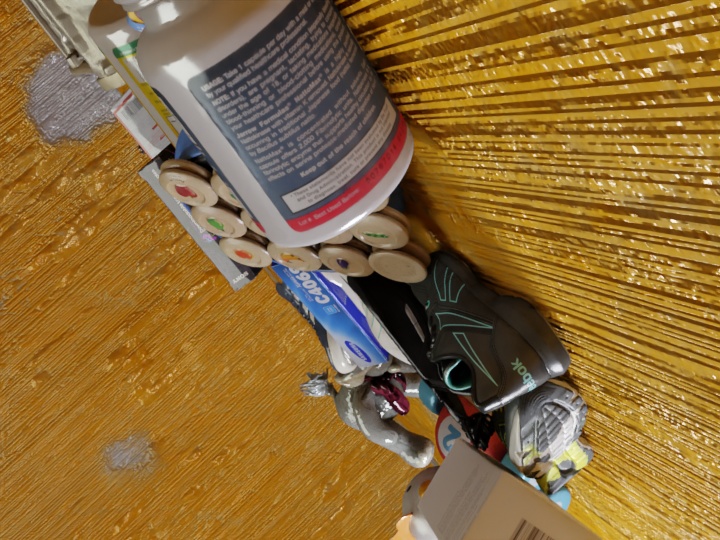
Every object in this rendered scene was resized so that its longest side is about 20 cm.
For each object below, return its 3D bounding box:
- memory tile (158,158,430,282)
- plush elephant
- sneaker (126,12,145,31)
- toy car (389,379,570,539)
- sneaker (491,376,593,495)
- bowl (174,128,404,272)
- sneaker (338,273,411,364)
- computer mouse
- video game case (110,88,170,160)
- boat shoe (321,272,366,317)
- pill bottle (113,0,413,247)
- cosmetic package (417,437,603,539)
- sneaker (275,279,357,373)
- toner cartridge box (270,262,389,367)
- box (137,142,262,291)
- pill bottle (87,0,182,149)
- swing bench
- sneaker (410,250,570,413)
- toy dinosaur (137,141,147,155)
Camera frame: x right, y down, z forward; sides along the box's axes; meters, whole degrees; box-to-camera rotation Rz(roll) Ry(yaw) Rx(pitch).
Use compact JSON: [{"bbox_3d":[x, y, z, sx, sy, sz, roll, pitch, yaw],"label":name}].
[{"bbox_3d":[-0.051,-0.037,0.722,0.197,0.017,0.154,4,153,25],"label":"memory tile"},{"bbox_3d":[0.029,0.135,1.215,0.197,0.166,0.156,18,132,-5],"label":"plush elephant"},{"bbox_3d":[-0.118,-0.186,0.661,0.201,0.090,0.075,50,172,-3],"label":"sneaker"},{"bbox_3d":[0.107,0.253,1.066,0.184,0.200,0.178,41,169,42],"label":"toy car"},{"bbox_3d":[0.139,0.128,0.764,0.085,0.074,0.201,44,170,33],"label":"sneaker"},{"bbox_3d":[-0.062,-0.059,0.750,0.197,0.040,0.201,14,155,7],"label":"bowl"},{"bbox_3d":[0.032,0.022,0.888,0.201,0.070,0.080,50,163,-13],"label":"sneaker"},{"bbox_3d":[0.066,0.076,0.832,0.201,0.046,0.140,52,180,17],"label":"computer mouse"},{"bbox_3d":[-0.182,-0.153,1.054,0.201,0.142,0.017,51,-152,-7],"label":"video game case"},{"bbox_3d":[0.000,0.000,0.983,0.200,0.060,0.074,46,-177,-39],"label":"boat shoe"},{"bbox_3d":[-0.063,-0.125,0.544,0.201,0.119,0.119,54,170,-31],"label":"pill bottle"},{"bbox_3d":[0.124,0.220,0.794,0.107,0.086,0.200,34,174,0],"label":"cosmetic package"},{"bbox_3d":[-0.059,0.040,1.139,0.075,0.084,0.203,25,-134,-58],"label":"sneaker"},{"bbox_3d":[-0.027,0.017,1.058,0.201,0.043,0.096,52,-146,-38],"label":"toner cartridge box"},{"bbox_3d":[-0.121,-0.090,0.904,0.144,0.036,0.201,51,-147,-15],"label":"box"},{"bbox_3d":[-0.133,-0.161,0.784,0.113,0.112,0.201,38,167,52],"label":"pill bottle"},{"bbox_3d":[-0.281,-0.298,0.902,0.200,0.129,0.200,55,170,-32],"label":"swing bench"},{"bbox_3d":[0.077,0.044,0.705,0.076,0.079,0.200,51,174,-25],"label":"sneaker"},{"bbox_3d":[-0.186,-0.180,1.136,0.133,0.088,0.199,-3,171,23],"label":"toy dinosaur"}]
